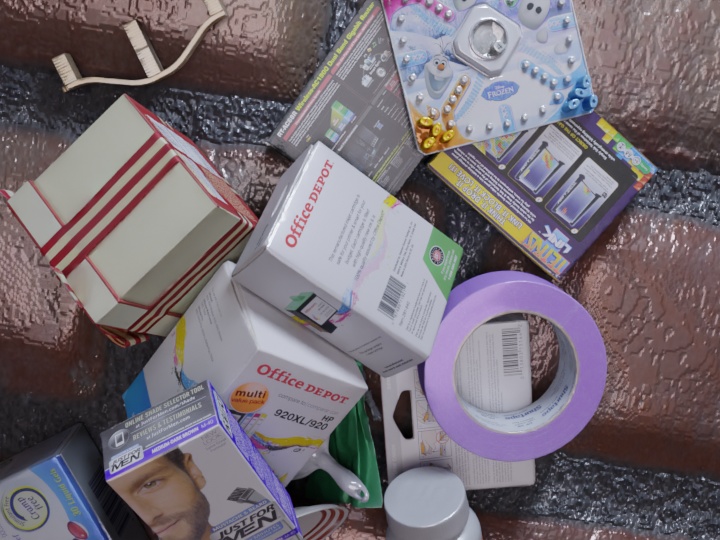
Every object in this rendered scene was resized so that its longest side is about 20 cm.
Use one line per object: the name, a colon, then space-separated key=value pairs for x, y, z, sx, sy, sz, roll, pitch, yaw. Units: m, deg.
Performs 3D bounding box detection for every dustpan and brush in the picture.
dustpan and brush: x=-0.066 y=0.197 z=0.969 sx=0.057 sy=0.200 sz=0.140 roll=20 pitch=101 yaw=-46

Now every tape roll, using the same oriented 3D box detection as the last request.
tape roll: x=0.164 y=0.104 z=0.946 sx=0.199 sy=0.066 sz=0.201 roll=-1 pitch=100 yaw=-4

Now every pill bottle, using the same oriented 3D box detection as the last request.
pill bottle: x=0.088 y=0.328 z=0.978 sx=0.109 sy=0.110 sz=0.201 roll=-12 pitch=119 yaw=1

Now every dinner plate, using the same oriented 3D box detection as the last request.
dinner plate: x=-0.106 y=0.309 z=0.962 sx=0.200 sy=0.200 sz=0.024 roll=-33 pitch=63 yaw=4

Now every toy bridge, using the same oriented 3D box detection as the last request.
toy bridge: x=-0.235 y=-0.238 z=0.934 sx=0.199 sy=0.027 sz=0.067 roll=-25 pitch=101 yaw=3

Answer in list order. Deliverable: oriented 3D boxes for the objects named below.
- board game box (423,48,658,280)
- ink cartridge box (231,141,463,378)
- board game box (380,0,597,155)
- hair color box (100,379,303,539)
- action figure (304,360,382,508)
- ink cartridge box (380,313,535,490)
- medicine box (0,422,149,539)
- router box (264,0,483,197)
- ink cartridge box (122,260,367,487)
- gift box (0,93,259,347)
board game box: x=0.198 y=-0.116 z=0.954 sx=0.200 sy=0.057 sz=0.165 roll=41 pitch=98 yaw=-7
ink cartridge box: x=-0.009 y=-0.009 z=0.868 sx=0.200 sy=0.084 sz=0.145 roll=35 pitch=54 yaw=-18
board game box: x=0.133 y=-0.240 z=0.887 sx=0.199 sy=0.026 sz=0.201 roll=-15 pitch=94 yaw=-6
hair color box: x=-0.143 y=0.204 z=0.800 sx=0.109 sy=0.065 sz=0.200 roll=-27 pitch=129 yaw=-2
action figure: x=-0.019 y=0.164 z=0.989 sx=0.118 sy=0.055 sz=0.201 roll=-5 pitch=87 yaw=36
ink cartridge box: x=0.112 y=0.158 z=1.006 sx=0.175 sy=0.045 sz=0.201 roll=-4 pitch=100 yaw=-2
medicine box: x=-0.375 y=0.310 z=0.991 sx=0.199 sy=0.103 sz=0.183 roll=-27 pitch=100 yaw=2
router box: x=0.013 y=-0.175 z=0.934 sx=0.150 sy=0.062 sz=0.200 roll=36 pitch=97 yaw=-8
ink cartridge box: x=-0.122 y=0.125 z=0.887 sx=0.147 sy=0.145 sz=0.200 roll=26 pitch=111 yaw=-37
gift box: x=-0.234 y=-0.048 z=0.867 sx=0.187 sy=0.200 sz=0.185 roll=-43 pitch=69 yaw=5
